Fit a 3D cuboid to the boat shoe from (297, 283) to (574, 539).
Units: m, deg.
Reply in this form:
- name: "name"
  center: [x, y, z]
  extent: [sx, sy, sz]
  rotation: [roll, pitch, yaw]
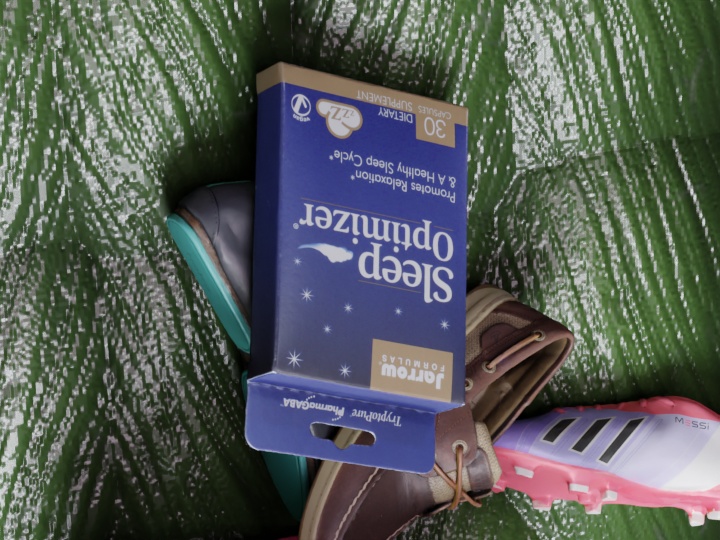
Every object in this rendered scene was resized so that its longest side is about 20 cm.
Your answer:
- name: "boat shoe"
  center: [0.044, 0.093, 1.392]
  extent: [0.200, 0.072, 0.072]
  rotation: [-47, 145, -28]

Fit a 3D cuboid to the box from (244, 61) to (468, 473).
- name: "box"
  center: [0.000, 0.000, 1.345]
  extent: [0.121, 0.032, 0.200]
  rotation: [11, 73, -32]

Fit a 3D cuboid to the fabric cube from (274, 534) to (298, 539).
- name: "fabric cube"
  center: [-0.023, 0.272, 1.357]
  extent: [0.200, 0.196, 0.200]
  rotation: [-5, 112, -48]

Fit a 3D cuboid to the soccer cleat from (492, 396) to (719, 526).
- name: "soccer cleat"
  center: [0.154, 0.101, 1.489]
  extent: [0.200, 0.067, 0.077]
  rotation: [10, 71, -19]

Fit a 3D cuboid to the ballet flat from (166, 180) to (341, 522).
- name: "ballet flat"
  center: [-0.037, 0.039, 1.382]
  extent: [0.073, 0.073, 0.200]
  rotation: [-26, 111, -12]
